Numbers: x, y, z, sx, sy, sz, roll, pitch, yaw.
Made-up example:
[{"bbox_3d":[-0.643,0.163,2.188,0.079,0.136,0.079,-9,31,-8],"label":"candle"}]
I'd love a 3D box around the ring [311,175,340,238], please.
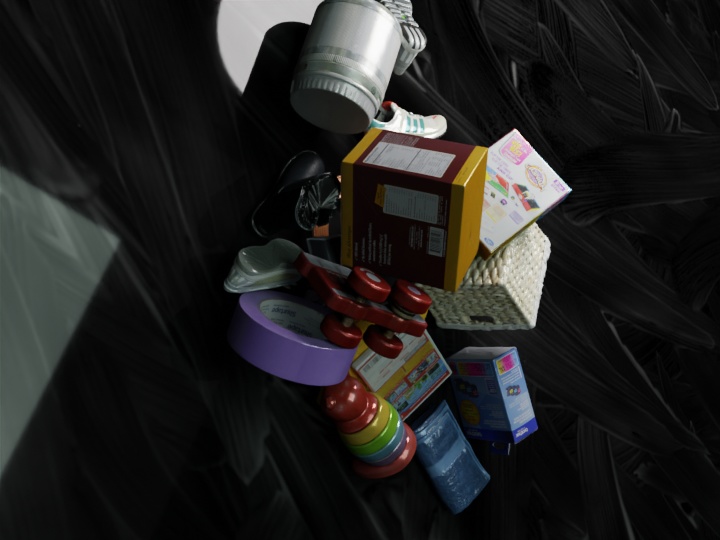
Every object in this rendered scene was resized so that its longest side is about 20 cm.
[{"bbox_3d":[-0.016,-0.071,1.608,0.200,0.019,0.201,3,86,-46],"label":"ring"}]

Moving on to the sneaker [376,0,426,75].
[{"bbox_3d":[0.051,-0.438,1.678,0.075,0.116,0.200,8,44,-26],"label":"sneaker"}]

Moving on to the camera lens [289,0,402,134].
[{"bbox_3d":[-0.024,-0.357,1.548,0.160,0.160,0.200,29,68,-34],"label":"camera lens"}]

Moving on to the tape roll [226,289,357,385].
[{"bbox_3d":[-0.104,0.102,1.411,0.200,0.200,0.066,8,111,-38],"label":"tape roll"}]

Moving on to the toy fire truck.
[{"bbox_3d":[0.005,0.041,1.413,0.200,0.168,0.112,18,111,-35],"label":"toy fire truck"}]

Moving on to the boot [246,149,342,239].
[{"bbox_3d":[-0.082,-0.132,1.475,0.076,0.168,0.200,51,57,-23],"label":"boot"}]

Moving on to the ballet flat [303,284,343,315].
[{"bbox_3d":[-0.024,0.088,1.573,0.200,0.069,0.071,29,85,-33],"label":"ballet flat"}]

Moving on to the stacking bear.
[{"bbox_3d":[0.002,0.251,1.519,0.200,0.114,0.122,52,58,-35],"label":"stacking bear"}]

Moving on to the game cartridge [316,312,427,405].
[{"bbox_3d":[0.023,0.140,1.564,0.176,0.032,0.200,0,114,-40],"label":"game cartridge"}]

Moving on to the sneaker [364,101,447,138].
[{"bbox_3d":[0.084,-0.278,1.686,0.200,0.070,0.094,-27,109,-35],"label":"sneaker"}]

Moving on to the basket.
[{"bbox_3d":[0.223,-0.012,1.661,0.161,0.198,0.200,51,47,-46],"label":"basket"}]

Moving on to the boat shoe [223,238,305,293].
[{"bbox_3d":[-0.145,-0.002,1.467,0.074,0.065,0.202,48,26,14],"label":"boat shoe"}]

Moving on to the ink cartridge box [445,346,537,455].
[{"bbox_3d":[0.255,0.252,1.734,0.076,0.136,0.200,-23,100,-36],"label":"ink cartridge box"}]

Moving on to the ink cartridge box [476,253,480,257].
[{"bbox_3d":[0.153,-0.127,1.609,0.148,0.200,0.076,-56,145,-20],"label":"ink cartridge box"}]

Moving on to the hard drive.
[{"bbox_3d":[0.000,0.000,1.556,0.200,0.042,0.135,2,70,-48],"label":"hard drive"}]

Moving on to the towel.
[{"bbox_3d":[0.166,0.356,1.709,0.112,0.048,0.200,-40,111,-33],"label":"towel"}]

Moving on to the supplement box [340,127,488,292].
[{"bbox_3d":[0.084,-0.099,1.446,0.133,0.200,0.198,-54,152,-50],"label":"supplement box"}]

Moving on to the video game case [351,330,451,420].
[{"bbox_3d":[0.077,0.175,1.594,0.143,0.017,0.200,-43,135,-10],"label":"video game case"}]

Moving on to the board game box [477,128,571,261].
[{"bbox_3d":[0.243,-0.133,1.567,0.200,0.040,0.153,-36,78,-19],"label":"board game box"}]
